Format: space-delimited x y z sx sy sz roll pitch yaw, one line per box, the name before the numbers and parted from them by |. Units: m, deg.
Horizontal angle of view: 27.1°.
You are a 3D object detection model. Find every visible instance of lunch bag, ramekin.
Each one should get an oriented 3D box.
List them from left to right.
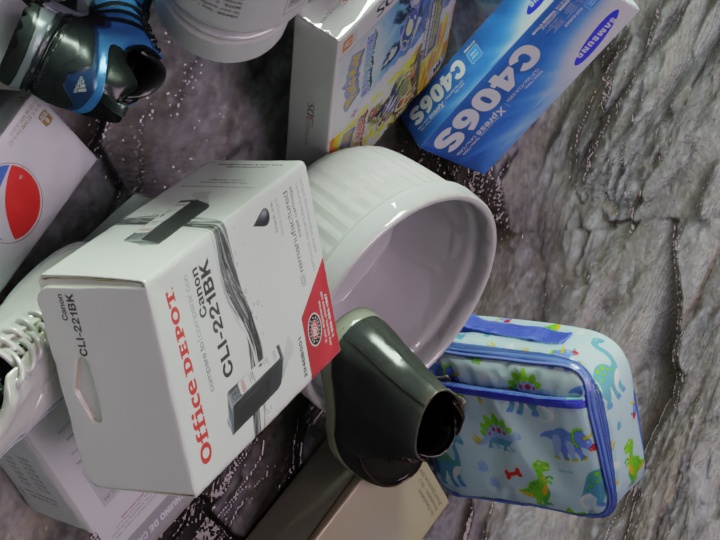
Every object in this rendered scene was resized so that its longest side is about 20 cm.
ramekin | 0.000 0.000 1.157 0.199 0.105 0.202 -33 144 -28
lunch bag | 0.139 0.122 1.292 0.082 0.198 0.163 -34 121 -44

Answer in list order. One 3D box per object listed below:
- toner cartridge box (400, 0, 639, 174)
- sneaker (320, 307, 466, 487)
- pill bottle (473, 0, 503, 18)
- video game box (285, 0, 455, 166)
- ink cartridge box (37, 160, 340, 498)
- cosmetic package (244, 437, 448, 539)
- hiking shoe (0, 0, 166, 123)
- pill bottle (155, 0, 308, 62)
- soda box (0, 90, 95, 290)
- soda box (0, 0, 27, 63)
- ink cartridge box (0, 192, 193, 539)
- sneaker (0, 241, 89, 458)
toner cartridge box | 0.133 -0.175 1.265 0.094 0.043 0.200 14 127 -46
sneaker | 0.030 0.125 1.117 0.075 0.106 0.201 -38 144 -16
pill bottle | 0.116 -0.319 1.261 0.111 0.110 0.201 -48 127 -29
video game box | 0.013 -0.176 1.152 0.182 0.047 0.201 -48 163 -27
ink cartridge box | -0.102 0.031 0.957 0.200 0.083 0.146 -42 128 -53
cosmetic package | -0.023 0.225 1.234 0.200 0.073 0.104 -51 127 -28
hiking shoe | -0.165 -0.141 0.973 0.075 0.086 0.200 -57 -175 25
pill bottle | -0.070 -0.222 0.938 0.112 0.200 0.115 6 65 -14
soda box | -0.259 -0.019 0.952 0.068 0.063 0.201 50 63 -38
soda box | -0.287 -0.100 0.922 0.068 0.063 0.201 45 64 -39
ink cartridge box | -0.165 0.078 1.059 0.200 0.083 0.177 -46 126 -30
sneaker | -0.210 0.061 0.910 0.073 0.071 0.201 33 67 0
